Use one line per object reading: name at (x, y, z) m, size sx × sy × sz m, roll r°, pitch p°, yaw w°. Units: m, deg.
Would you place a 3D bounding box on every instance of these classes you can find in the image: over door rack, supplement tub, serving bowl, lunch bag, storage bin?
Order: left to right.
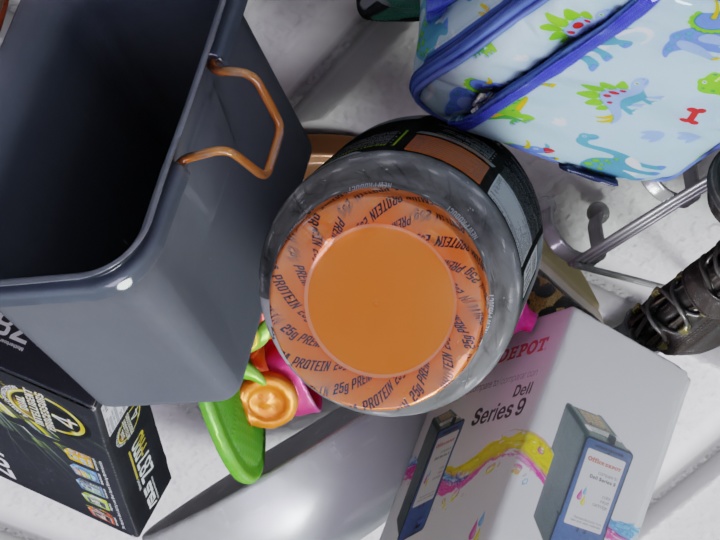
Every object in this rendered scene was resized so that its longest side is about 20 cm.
storage bin at (-0.092, -0.038, 1.211) m, size 0.145 × 0.201 × 0.135 m, roll -5°, pitch 143°, yaw 28°
serving bowl at (-0.028, 0.133, 1.513) m, size 0.199 × 0.200 × 0.066 m, roll -30°, pitch 92°, yaw 27°
supplement tub at (0.020, -0.003, 1.210) m, size 0.121 × 0.200 × 0.124 m, roll 2°, pitch 100°, yaw 9°
lunch bag at (0.123, -0.116, 1.201) m, size 0.160 × 0.083 × 0.200 m, roll 19°, pitch 154°, yaw -25°
over door rack at (0.208, -0.035, 1.446) m, size 0.147 × 0.067 × 0.199 m, roll -32°, pitch 144°, yaw 27°

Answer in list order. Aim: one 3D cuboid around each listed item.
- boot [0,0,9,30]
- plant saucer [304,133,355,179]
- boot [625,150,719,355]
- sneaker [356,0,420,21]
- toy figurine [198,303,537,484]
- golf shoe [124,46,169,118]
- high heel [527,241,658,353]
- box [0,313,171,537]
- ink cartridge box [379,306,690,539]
boot at (-0.212, -0.095, 1.263) m, size 0.075 × 0.107 × 0.201 m, roll 22°, pitch 107°, yaw -5°
plant saucer at (-0.027, 0.002, 1.490) m, size 0.198 × 0.032 × 0.201 m, roll -2°, pitch 138°, yaw -2°
boot at (0.200, -0.004, 1.341) m, size 0.199 × 0.070 × 0.174 m, roll -5°, pitch 152°, yaw -47°
sneaker at (0.065, -0.187, 1.276) m, size 0.074 × 0.088 × 0.199 m, roll -3°, pitch 167°, yaw -39°
toy figurine at (0.000, 0.000, 1.370) m, size 0.183 × 0.151 × 0.201 m, roll -14°, pitch 120°, yaw 9°
golf shoe at (-0.090, -0.143, 1.294) m, size 0.094 × 0.078 × 0.200 m, roll -18°, pitch 137°, yaw 15°
high heel at (0.075, 0.045, 1.496) m, size 0.142 × 0.072 × 0.200 m, roll -36°, pitch 139°, yaw 14°
box at (-0.188, 0.061, 1.363) m, size 0.160 × 0.049 × 0.200 m, roll 25°, pitch 159°, yaw 12°
ink cartridge box at (0.082, 0.133, 1.390) m, size 0.087 × 0.201 × 0.145 m, roll 30°, pitch 160°, yaw -18°
